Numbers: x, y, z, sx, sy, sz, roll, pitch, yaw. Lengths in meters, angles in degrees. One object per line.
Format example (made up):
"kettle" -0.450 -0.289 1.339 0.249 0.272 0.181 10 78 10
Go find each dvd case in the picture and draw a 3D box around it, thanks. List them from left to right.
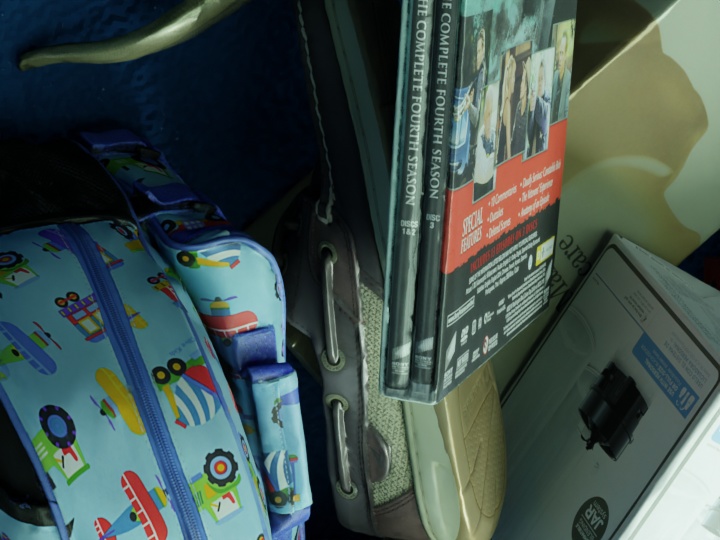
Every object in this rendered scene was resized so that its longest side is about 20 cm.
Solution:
"dvd case" 0.041 -0.073 0.682 0.146 0.022 0.202 -32 128 -69

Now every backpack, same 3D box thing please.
"backpack" -0.083 0.064 0.713 0.134 0.200 0.184 -16 115 -21

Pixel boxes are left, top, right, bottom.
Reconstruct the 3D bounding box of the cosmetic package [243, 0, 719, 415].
"cosmetic package" 0.057 -0.025 0.833 0.200 0.071 0.105 -43 129 -1

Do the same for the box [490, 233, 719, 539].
"box" 0.077 0.102 0.794 0.060 0.117 0.201 26 106 -26

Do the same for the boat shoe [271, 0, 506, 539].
"boat shoe" 0.000 0.000 0.737 0.064 0.072 0.202 -7 109 18

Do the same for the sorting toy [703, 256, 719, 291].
"sorting toy" 0.181 0.077 0.860 0.069 0.199 0.202 -1 93 -4

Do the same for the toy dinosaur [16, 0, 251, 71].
"toy dinosaur" -0.019 -0.114 0.734 0.199 0.088 0.048 -27 85 -13

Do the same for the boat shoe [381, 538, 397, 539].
"boat shoe" 0.058 0.142 0.926 0.199 0.075 0.093 -36 125 -5
